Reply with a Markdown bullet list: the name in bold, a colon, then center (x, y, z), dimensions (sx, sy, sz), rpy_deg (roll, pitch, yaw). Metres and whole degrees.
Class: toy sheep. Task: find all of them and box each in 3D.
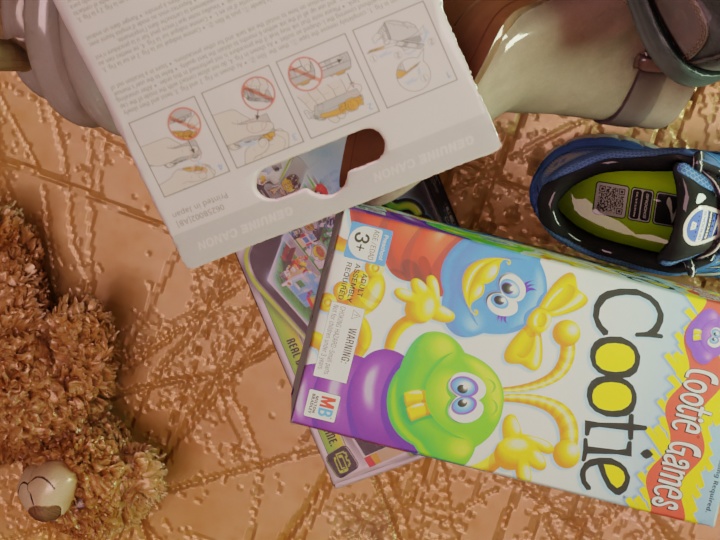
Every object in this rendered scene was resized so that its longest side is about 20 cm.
- **toy sheep**: center (-0.105, -0.127, 0.943), dimensions (0.199, 0.138, 0.138), rpy_deg (11, 103, 21)

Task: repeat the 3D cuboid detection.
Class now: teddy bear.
- **teddy bear**: center (-0.185, 0.059, 1.032), dimensions (0.145, 0.067, 0.201), rpy_deg (-12, 97, 18)

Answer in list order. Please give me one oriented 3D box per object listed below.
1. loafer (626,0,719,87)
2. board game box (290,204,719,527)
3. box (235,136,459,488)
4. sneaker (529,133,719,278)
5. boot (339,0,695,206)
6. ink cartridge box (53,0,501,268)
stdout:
- **loafer**: center (0.132, -0.181, 0.826), dimensions (0.063, 0.072, 0.200), rpy_deg (-20, 93, 56)
- **board game box**: center (0.075, 0.040, 0.915), dimensions (0.199, 0.103, 0.105), rpy_deg (14, 94, -3)
- **box**: center (0.000, 0.000, 0.993), dimensions (0.110, 0.035, 0.200), rpy_deg (-22, 95, 16)
- **sneaker**: center (0.176, -0.022, 0.918), dimensions (0.199, 0.089, 0.079), rpy_deg (3, 102, 13)
- **boot**: center (0.093, -0.098, 0.900), dimensions (0.200, 0.146, 0.070), rpy_deg (-57, 42, 12)
- **ink cartridge box**: center (-0.047, -0.121, 0.841), dimensions (0.162, 0.057, 0.200), rpy_deg (-20, 111, 16)
